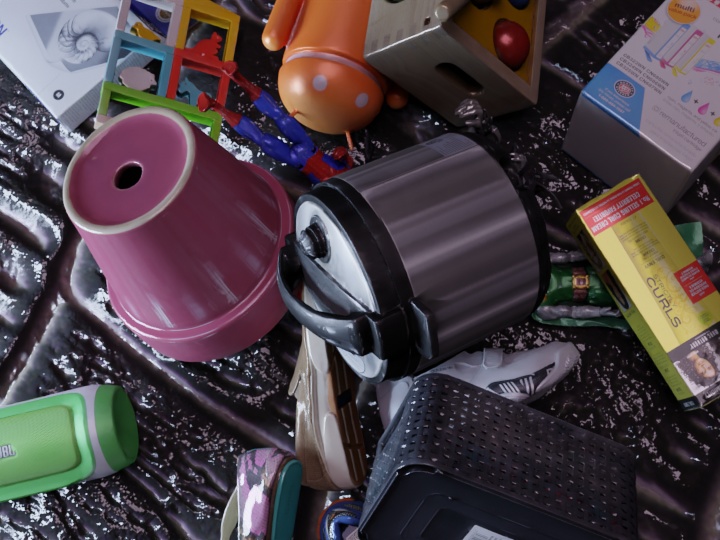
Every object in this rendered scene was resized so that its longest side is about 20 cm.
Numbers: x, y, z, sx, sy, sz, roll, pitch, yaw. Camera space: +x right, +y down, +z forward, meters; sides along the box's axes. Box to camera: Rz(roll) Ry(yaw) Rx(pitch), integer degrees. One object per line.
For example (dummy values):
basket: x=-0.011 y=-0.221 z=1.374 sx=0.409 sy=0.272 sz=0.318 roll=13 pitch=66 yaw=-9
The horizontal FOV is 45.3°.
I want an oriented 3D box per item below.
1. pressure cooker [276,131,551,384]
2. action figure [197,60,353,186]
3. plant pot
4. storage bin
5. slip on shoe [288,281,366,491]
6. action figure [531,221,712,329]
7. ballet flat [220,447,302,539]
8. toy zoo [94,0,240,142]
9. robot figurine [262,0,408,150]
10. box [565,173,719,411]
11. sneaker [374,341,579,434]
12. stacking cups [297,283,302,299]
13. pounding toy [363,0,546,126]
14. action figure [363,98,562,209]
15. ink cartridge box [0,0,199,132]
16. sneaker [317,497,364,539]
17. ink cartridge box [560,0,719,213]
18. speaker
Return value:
pressure cooker: x=0.031 y=-0.007 z=0.709 sx=0.198 sy=0.176 sz=0.180 roll=-23 pitch=80 yaw=-20
action figure: x=-0.057 y=-0.108 z=0.826 sx=0.065 sy=0.199 sz=0.099 roll=-49 pitch=34 yaw=9
plant pot: x=-0.166 y=-0.043 z=0.788 sx=0.197 sy=0.179 sz=0.202 roll=-9 pitch=59 yaw=15
storage bin: x=0.111 y=0.187 z=0.704 sx=0.198 sy=0.136 sz=0.094 roll=21 pitch=43 yaw=-4
slip on shoe: x=-0.040 y=0.103 z=0.802 sx=0.060 sy=0.076 sz=0.203 roll=-9 pitch=90 yaw=22
action figure: x=0.234 y=0.013 z=0.831 sx=0.197 sy=0.055 sz=0.120 roll=-3 pitch=74 yaw=8
ballet flat: x=-0.093 y=0.259 z=0.765 sx=0.070 sy=0.069 sz=0.203 roll=-1 pitch=81 yaw=26
toy zoo: x=-0.203 y=-0.231 z=0.934 sx=0.130 sy=0.020 sz=0.203 roll=13 pitch=71 yaw=-19
robot figurine: x=-0.018 y=-0.229 z=0.896 sx=0.115 sy=0.144 sz=0.202 roll=8 pitch=75 yaw=26
box: x=0.269 y=0.019 z=0.771 sx=0.075 sy=0.050 sz=0.201 roll=-28 pitch=76 yaw=-4
sneaker: x=0.097 y=0.085 z=0.803 sx=0.198 sy=0.075 sz=0.116 roll=-26 pitch=74 yaw=-1
stacking cups: x=0.000 y=0.000 z=0.853 sx=0.197 sy=0.061 sz=0.061 roll=-7 pitch=71 yaw=6
pounding toy: x=0.097 y=-0.252 z=0.828 sx=0.141 sy=0.199 sz=0.186 roll=-9 pitch=65 yaw=43
action figure: x=0.101 y=-0.095 z=0.851 sx=0.197 sy=0.102 sz=0.120 roll=0 pitch=62 yaw=7
ink cartridge box: x=-0.319 y=-0.290 z=0.981 sx=0.200 sy=0.041 sz=0.199 roll=-44 pitch=74 yaw=-10
sneaker: x=0.034 y=0.280 z=0.741 sx=0.200 sy=0.079 sz=0.075 roll=41 pitch=80 yaw=14
ink cartridge box: x=0.316 y=-0.177 z=0.846 sx=0.128 sy=0.125 sz=0.200 roll=40 pitch=79 yaw=16
speaker: x=-0.314 y=0.166 z=0.806 sx=0.197 sy=0.089 sz=0.089 roll=-13 pitch=71 yaw=0
